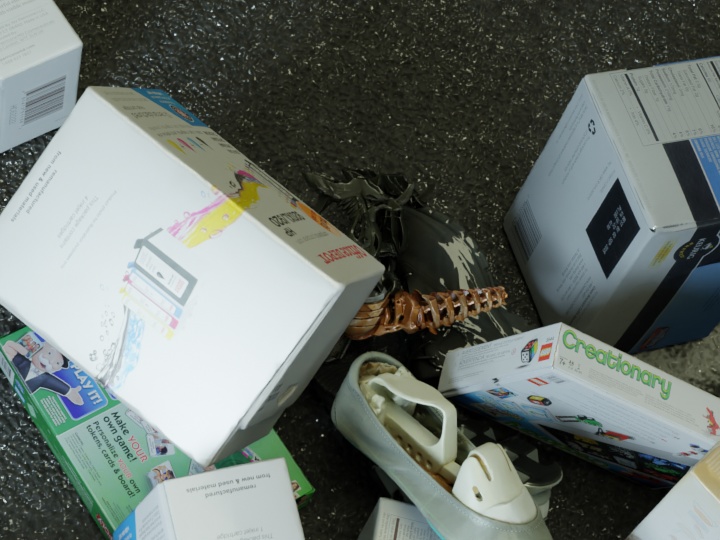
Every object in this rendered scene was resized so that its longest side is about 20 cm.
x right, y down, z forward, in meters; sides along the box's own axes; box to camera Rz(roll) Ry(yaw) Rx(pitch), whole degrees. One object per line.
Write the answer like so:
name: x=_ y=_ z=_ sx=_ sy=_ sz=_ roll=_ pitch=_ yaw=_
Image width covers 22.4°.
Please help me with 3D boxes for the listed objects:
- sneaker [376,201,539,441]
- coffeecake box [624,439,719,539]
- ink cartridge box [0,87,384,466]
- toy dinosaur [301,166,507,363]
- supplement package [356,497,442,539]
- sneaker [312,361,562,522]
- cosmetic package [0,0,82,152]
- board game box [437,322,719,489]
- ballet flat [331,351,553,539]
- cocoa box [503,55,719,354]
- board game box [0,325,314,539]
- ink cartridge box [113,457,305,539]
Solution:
sneaker: x=0.061 y=0.036 z=1.299 sx=0.091 sy=0.076 sz=0.200 roll=-32 pitch=72 yaw=-23
coffeecake box: x=0.252 y=0.202 z=1.177 sx=0.073 sy=0.200 sz=0.154 roll=-37 pitch=76 yaw=-28
ink cartridge box: x=-0.112 y=0.000 z=1.159 sx=0.200 sy=0.147 sz=0.145 roll=38 pitch=101 yaw=7
toy dinosaur: x=0.000 y=0.000 z=1.270 sx=0.199 sy=0.102 sz=0.137 roll=6 pitch=97 yaw=-3
supplement package: x=0.087 y=0.239 z=1.167 sx=0.199 sy=0.110 sz=0.114 roll=15 pitch=58 yaw=-5
sneaker: x=0.039 y=0.133 z=1.240 sx=0.199 sy=0.089 sz=0.074 roll=31 pitch=30 yaw=32
cosmetic package: x=-0.284 y=-0.197 z=1.325 sx=0.071 sy=0.102 sz=0.200 roll=-27 pitch=70 yaw=-25
board game box: x=0.167 y=0.095 z=1.219 sx=0.199 sy=0.126 sz=0.035 roll=25 pitch=67 yaw=-27
ballet flat: x=0.056 y=0.122 z=1.134 sx=0.067 sy=0.064 sz=0.200 roll=-14 pitch=44 yaw=-43
cocoa box: x=0.207 y=-0.041 z=1.302 sx=0.130 sy=0.200 sz=0.134 roll=-10 pitch=63 yaw=-20
board game box: x=-0.141 y=0.103 z=1.234 sx=0.134 sy=0.029 sz=0.200 roll=-26 pitch=70 yaw=-26
ink cartridge box: x=-0.077 y=0.231 z=1.091 sx=0.085 sy=0.146 sz=0.201 roll=-10 pitch=75 yaw=-22
